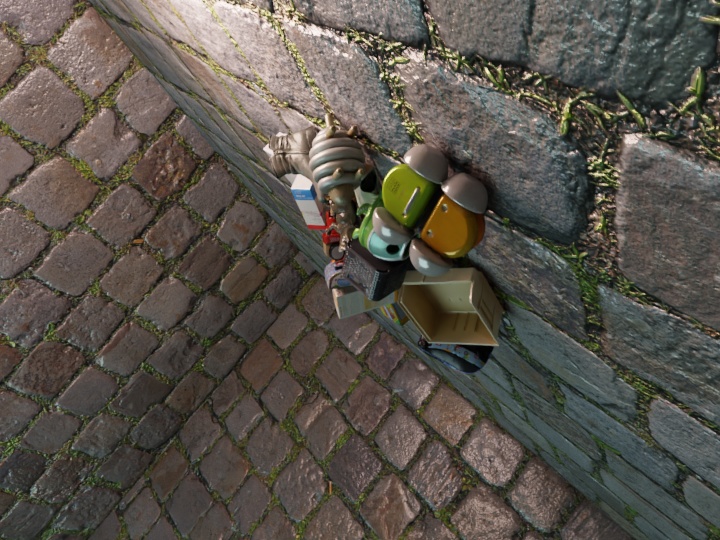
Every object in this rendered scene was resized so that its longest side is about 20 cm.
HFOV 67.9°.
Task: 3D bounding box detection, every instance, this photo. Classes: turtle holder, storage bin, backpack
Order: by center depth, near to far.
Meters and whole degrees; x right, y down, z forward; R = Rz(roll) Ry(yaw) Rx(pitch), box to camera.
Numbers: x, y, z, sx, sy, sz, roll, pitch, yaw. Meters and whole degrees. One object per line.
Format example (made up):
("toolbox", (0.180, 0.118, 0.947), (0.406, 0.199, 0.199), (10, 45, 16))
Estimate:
("turtle holder", (0.077, -0.110, 1.217), (0.131, 0.188, 0.140), (39, -157, 21))
("storage bin", (0.220, 0.087, 1.292), (0.196, 0.096, 0.199), (-2, 142, 37))
("storage bin", (0.061, -0.030, 1.338), (0.134, 0.198, 0.095), (38, 135, 25))
("backpack", (0.285, 0.191, 1.538), (0.196, 0.186, 0.134), (28, 177, 15))

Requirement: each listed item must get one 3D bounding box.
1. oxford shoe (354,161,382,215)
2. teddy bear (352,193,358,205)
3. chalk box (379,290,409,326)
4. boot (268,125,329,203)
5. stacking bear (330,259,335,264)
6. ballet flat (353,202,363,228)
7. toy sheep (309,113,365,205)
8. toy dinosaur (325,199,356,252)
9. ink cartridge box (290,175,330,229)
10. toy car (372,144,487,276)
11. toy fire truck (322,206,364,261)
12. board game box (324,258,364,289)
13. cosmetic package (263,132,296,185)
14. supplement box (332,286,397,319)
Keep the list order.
("oxford shoe", (0.028, -0.179, 1.261), (0.057, 0.075, 0.201), (33, 163, 36))
("teddy bear", (-0.023, -0.228, 1.338), (0.145, 0.067, 0.200), (49, -177, 35))
("chalk box", (0.121, 0.084, 1.863), (0.127, 0.123, 0.199), (60, 166, -20))
("boot", (-0.151, -0.247, 1.318), (0.068, 0.127, 0.206), (61, -166, -80))
("stacking bear", (-0.019, -0.051, 1.672), (0.121, 0.201, 0.114), (36, 170, 32))
("ballet flat", (-0.018, -0.119, 1.439), (0.057, 0.065, 0.206), (16, -123, -65))
("toy sheep", (-0.049, -0.237, 1.136), (0.138, 0.133, 0.207), (96, 169, -80))
("toy dinosaur", (-0.044, -0.146, 1.397), (0.100, 0.207, 0.076), (-7, 174, 43))
("ink cartridge box", (-0.125, -0.204, 1.566), (0.065, 0.118, 0.202), (4, 142, 21))
("toy car", (0.130, -0.107, 0.929), (0.199, 0.178, 0.149), (39, -152, 19))
("toy fire truck", (-0.028, -0.145, 1.526), (0.129, 0.170, 0.207), (-137, 40, -75))
("board game box", (0.000, 0.000, 1.488), (0.200, 0.193, 0.064), (-130, 33, -76))
("cosmetic package", (-0.193, -0.313, 1.630), (0.200, 0.081, 0.112), (48, 172, -34))
("supplement box", (0.013, 0.061, 1.638), (0.128, 0.194, 0.075), (86, 166, -54))
